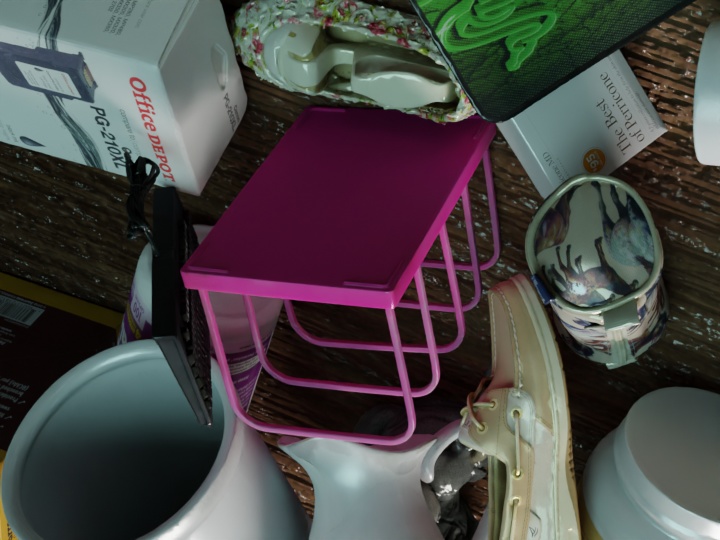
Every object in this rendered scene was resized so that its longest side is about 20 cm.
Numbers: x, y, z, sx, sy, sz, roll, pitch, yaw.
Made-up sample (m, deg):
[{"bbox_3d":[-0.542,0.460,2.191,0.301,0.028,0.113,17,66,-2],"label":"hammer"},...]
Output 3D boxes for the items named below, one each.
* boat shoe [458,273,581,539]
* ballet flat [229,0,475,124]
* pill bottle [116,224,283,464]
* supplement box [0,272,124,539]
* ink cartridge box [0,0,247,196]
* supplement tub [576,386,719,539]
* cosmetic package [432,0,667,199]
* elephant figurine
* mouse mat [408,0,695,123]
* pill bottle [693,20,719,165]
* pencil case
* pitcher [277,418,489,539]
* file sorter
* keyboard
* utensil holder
[{"bbox_3d":[0.097,0.106,1.019,0.068,0.074,0.203,-8,91,-6],"label":"boat shoe"},{"bbox_3d":[-0.005,-0.137,1.011,0.198,0.064,0.076,10,126,21],"label":"ballet flat"},{"bbox_3d":[-0.132,0.074,1.181,0.111,0.113,0.201,26,128,7],"label":"pill bottle"},{"bbox_3d":[-0.313,0.114,1.239,0.195,0.200,0.134,17,128,15],"label":"supplement box"},{"bbox_3d":[-0.190,-0.144,1.053,0.198,0.085,0.145,16,152,16],"label":"ink cartridge box"},{"bbox_3d":[0.205,0.194,1.075,0.143,0.145,0.202,24,129,10],"label":"supplement tub"},{"bbox_3d":[0.096,-0.144,0.940,0.082,0.051,0.201,-36,105,-2],"label":"cosmetic package"},{"bbox_3d":[0.043,0.155,1.157,0.141,0.154,0.203,19,125,57],"label":"elephant figurine"},{"bbox_3d":[0.116,-0.198,0.889,0.199,0.008,0.162,-32,106,9],"label":"mouse mat"},{"bbox_3d":[0.289,-0.093,0.866,0.197,0.112,0.113,7,124,22],"label":"pill bottle"},{"bbox_3d":[0.148,0.008,0.960,0.077,0.200,0.091,-5,77,11],"label":"pencil case"},{"bbox_3d":[0.035,0.203,1.055,0.121,0.169,0.203,165,99,-70],"label":"pitcher"},{"bbox_3d":[0.000,0.000,1.014,0.137,0.201,0.127,5,126,23],"label":"file sorter"},{"bbox_3d":[-0.117,-0.002,0.984,0.020,0.201,0.128,-22,119,4],"label":"keyboard"},{"bbox_3d":[-0.125,0.175,1.083,0.168,0.171,0.201,0,141,25],"label":"utensil holder"}]
